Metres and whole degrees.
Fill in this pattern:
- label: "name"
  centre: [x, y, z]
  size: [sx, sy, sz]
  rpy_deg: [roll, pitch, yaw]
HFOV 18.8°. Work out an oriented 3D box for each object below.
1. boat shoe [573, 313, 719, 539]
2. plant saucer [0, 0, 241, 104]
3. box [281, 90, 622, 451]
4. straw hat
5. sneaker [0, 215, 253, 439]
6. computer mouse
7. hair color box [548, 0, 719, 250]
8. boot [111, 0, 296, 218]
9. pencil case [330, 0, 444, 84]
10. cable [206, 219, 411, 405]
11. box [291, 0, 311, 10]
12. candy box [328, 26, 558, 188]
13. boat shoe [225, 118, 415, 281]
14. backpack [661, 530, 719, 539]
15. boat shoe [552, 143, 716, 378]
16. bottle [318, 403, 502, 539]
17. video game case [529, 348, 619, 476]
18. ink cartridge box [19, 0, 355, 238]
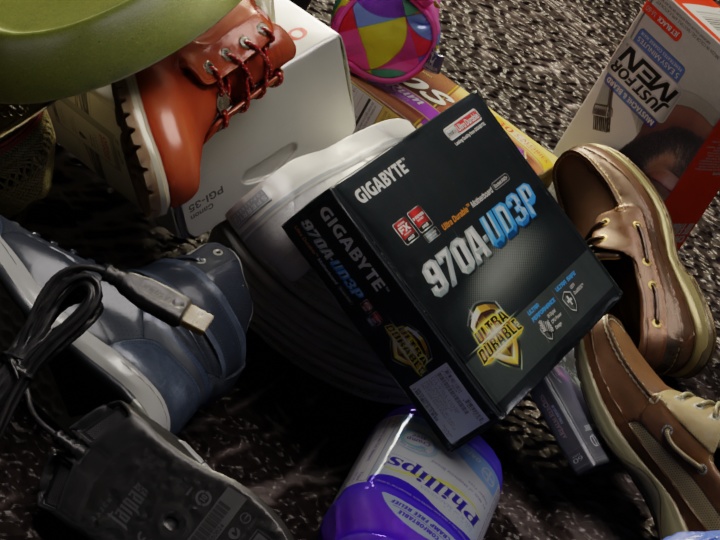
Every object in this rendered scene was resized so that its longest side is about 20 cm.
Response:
- label: "boat shoe"
  centre: [0.202, 0.112, 1.331]
  size: [0.076, 0.074, 0.200]
  rpy_deg: [16, 44, -63]
- label: "plant saucer"
  centre: [-0.144, -0.167, 1.238]
  size: [0.200, 0.200, 0.031]
  rpy_deg: [-100, 166, -56]
- label: "box"
  centre: [0.059, -0.005, 1.263]
  size: [0.159, 0.046, 0.200]
  rpy_deg: [54, 34, 0]
- label: "straw hat"
  centre: [-0.219, -0.077, 1.273]
  size: [0.201, 0.201, 0.085]
  rpy_deg: [-96, 165, -58]
- label: "sneaker"
  centre: [-0.152, 0.008, 1.203]
  size: [0.202, 0.077, 0.146]
  rpy_deg: [43, 39, 7]
- label: "computer mouse"
  centre: [-0.101, 0.088, 1.098]
  size: [0.200, 0.141, 0.046]
  rpy_deg: [30, -11, 10]
- label: "hair color box"
  centre: [0.220, -0.098, 1.622]
  size: [0.064, 0.200, 0.111]
  rpy_deg: [-2, 41, -45]
- label: "boot"
  centre: [-0.089, -0.110, 1.241]
  size: [0.107, 0.075, 0.200]
  rpy_deg: [-4, 45, -1]
- label: "pencil case"
  centre: [0.026, -0.210, 1.636]
  size: [0.088, 0.088, 0.200]
  rpy_deg: [24, 25, -10]
- label: "cable"
  centre: [0.000, 0.000, 1.389]
  size: [0.200, 0.069, 0.200]
  rpy_deg: [29, 27, 3]
- label: "box"
  centre: [-0.100, -0.306, 1.666]
  size: [0.117, 0.200, 0.197]
  rpy_deg: [6, 36, -38]
- label: "candy box"
  centre: [0.040, -0.107, 1.622]
  size: [0.200, 0.057, 0.117]
  rpy_deg: [39, 28, 15]
- label: "boat shoe"
  centre: [-0.006, -0.040, 1.309]
  size: [0.069, 0.072, 0.200]
  rpy_deg: [54, 24, 4]
- label: "backpack"
  centre: [0.173, 0.217, 1.044]
  size: [0.168, 0.200, 0.163]
  rpy_deg: [-4, 42, -47]
- label: "boat shoe"
  centre: [0.184, -0.011, 1.559]
  size: [0.067, 0.072, 0.200]
  rpy_deg: [1, 53, -36]
- label: "bottle"
  centre: [0.020, 0.145, 1.164]
  size: [0.083, 0.065, 0.200]
  rpy_deg: [34, 27, 0]
- label: "video game case"
  centre: [0.115, 0.034, 1.383]
  size: [0.200, 0.019, 0.143]
  rpy_deg: [62, 20, 11]
- label: "ink cartridge box"
  centre: [-0.120, -0.127, 1.370]
  size: [0.146, 0.083, 0.200]
  rpy_deg: [-34, 49, -24]
